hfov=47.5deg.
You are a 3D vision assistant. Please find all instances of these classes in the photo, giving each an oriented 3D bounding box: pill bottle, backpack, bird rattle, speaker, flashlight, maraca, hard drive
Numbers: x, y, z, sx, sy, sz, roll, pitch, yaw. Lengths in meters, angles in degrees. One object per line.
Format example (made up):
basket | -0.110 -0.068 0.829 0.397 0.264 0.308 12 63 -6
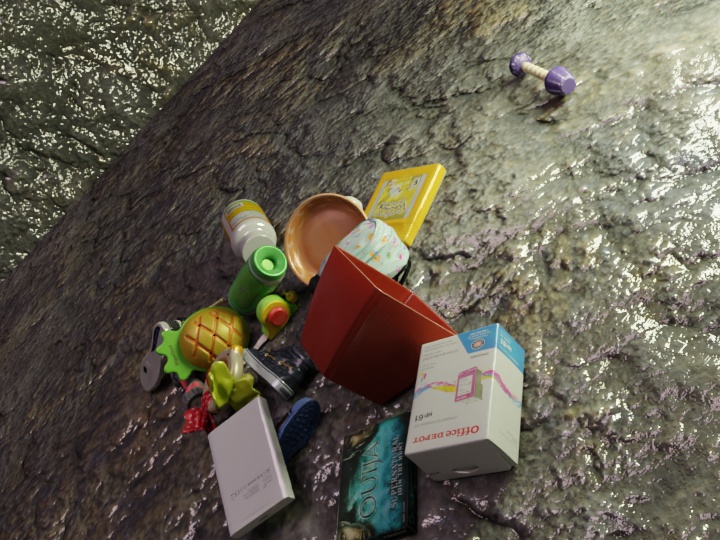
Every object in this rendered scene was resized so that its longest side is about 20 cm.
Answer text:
pill bottle | -0.267 -0.087 1.984 0.111 0.111 0.200 -43 32 4
backpack | 0.000 0.000 1.568 0.200 0.127 0.167 -43 29 -2
bird rattle | -0.272 0.238 1.615 0.200 0.112 0.164 -50 28 45
speaker | -0.225 0.025 1.772 0.200 0.088 0.089 -49 18 53
flashlight | -0.370 0.256 1.771 0.067 0.068 0.200 -12 19 -23
maraca | -0.336 0.156 1.756 0.199 0.138 0.107 -23 -11 -17
hard drive | -0.191 0.335 1.404 0.132 0.027 0.201 -38 49 17

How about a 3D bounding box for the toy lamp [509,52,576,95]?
toy lamp | 0.369 -0.396 1.650 0.058 0.058 0.200 -43 33 5

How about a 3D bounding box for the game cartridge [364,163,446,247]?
game cartridge | 0.074 -0.131 1.716 0.176 0.032 0.201 -4 51 47

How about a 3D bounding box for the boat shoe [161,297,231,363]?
boat shoe | -0.369 0.134 1.843 0.200 0.072 0.060 -34 65 -18

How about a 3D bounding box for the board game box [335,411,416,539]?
board game box | 0.026 0.326 1.266 0.135 0.028 0.201 -27 37 26

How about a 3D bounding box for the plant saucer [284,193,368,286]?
plant saucer | -0.063 -0.058 1.694 0.199 0.037 0.202 0 90 22

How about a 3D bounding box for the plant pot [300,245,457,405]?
plant pot | 0.013 0.105 1.390 0.177 0.199 0.200 -55 32 7

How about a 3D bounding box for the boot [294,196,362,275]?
boot | -0.071 -0.061 1.757 0.200 0.072 0.145 -38 30 41

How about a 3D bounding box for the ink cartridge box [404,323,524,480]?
ink cartridge box | 0.157 0.195 1.210 0.144 0.085 0.201 -21 41 34

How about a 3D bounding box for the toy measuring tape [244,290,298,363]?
toy measuring tape | -0.211 0.115 1.734 0.200 0.074 0.074 -47 32 -3

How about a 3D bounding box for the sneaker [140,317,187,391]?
sneaker | -0.439 0.198 1.913 0.073 0.112 0.201 45 126 29

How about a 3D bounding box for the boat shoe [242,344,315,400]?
boat shoe | -0.162 0.182 1.616 0.091 0.071 0.200 -44 34 -13

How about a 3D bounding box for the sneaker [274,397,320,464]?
sneaker | -0.151 0.306 1.453 0.078 0.070 0.200 19 70 48
